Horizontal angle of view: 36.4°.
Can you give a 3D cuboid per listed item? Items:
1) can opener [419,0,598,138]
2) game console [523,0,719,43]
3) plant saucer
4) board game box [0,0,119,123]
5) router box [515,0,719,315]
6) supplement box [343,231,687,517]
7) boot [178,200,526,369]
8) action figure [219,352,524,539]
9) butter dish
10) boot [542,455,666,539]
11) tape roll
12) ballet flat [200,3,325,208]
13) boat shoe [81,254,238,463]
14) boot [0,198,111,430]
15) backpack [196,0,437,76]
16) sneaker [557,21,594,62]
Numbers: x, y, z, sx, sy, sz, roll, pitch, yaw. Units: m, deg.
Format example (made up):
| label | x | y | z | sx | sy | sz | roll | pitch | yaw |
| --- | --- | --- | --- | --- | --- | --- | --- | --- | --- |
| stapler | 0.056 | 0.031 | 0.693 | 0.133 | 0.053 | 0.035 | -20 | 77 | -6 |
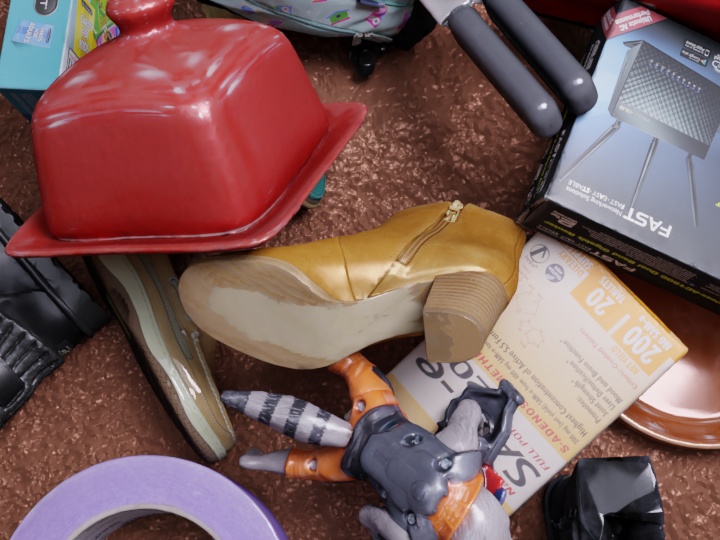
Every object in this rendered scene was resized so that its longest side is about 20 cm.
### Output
| label | x | y | z | sx | sy | sz | roll | pitch | yaw |
| --- | --- | --- | --- | --- | --- | --- | --- | --- | --- |
| can opener | 0.079 | -0.166 | 0.705 | 0.053 | 0.066 | 0.200 | -34 | 58 | 6 |
| game console | 0.215 | -0.222 | 0.761 | 0.199 | 0.172 | 0.119 | 21 | 92 | 28 |
| plant saucer | 0.245 | 0.030 | 0.803 | 0.199 | 0.032 | 0.202 | 0 | 77 | 1 |
| board game box | -0.200 | -0.194 | 0.802 | 0.047 | 0.151 | 0.201 | 3 | 76 | 6 |
| router box | 0.221 | -0.063 | 0.709 | 0.199 | 0.062 | 0.151 | 24 | 76 | -2 |
| supplement box | 0.105 | 0.079 | 0.750 | 0.200 | 0.074 | 0.126 | -44 | 76 | 3 |
| boot | 0.000 | -0.001 | 0.698 | 0.200 | 0.144 | 0.071 | 7 | 119 | 12 |
| action figure | 0.004 | 0.139 | 0.678 | 0.193 | 0.105 | 0.201 | 25 | 91 | 26 |
| butter dish | -0.121 | -0.107 | 0.695 | 0.199 | 0.149 | 0.200 | -1 | 33 | 23 |
| boot | 0.161 | 0.199 | 0.674 | 0.065 | 0.200 | 0.166 | -17 | 76 | -4 |
| tape roll | -0.138 | 0.227 | 0.732 | 0.199 | 0.085 | 0.201 | 0 | 77 | 0 |
| ballet flat | -0.077 | -0.132 | 0.842 | 0.063 | 0.069 | 0.201 | -22 | 72 | 24 |
| boat shoe | -0.130 | 0.038 | 0.790 | 0.076 | 0.072 | 0.201 | -26 | 77 | -19 |
| boot | -0.302 | 0.019 | 0.788 | 0.158 | 0.079 | 0.211 | -44 | 80 | -9 |
| backpack | -0.037 | -0.250 | 0.797 | 0.199 | 0.126 | 0.168 | 2 | 68 | -35 |
| sneaker | 0.244 | -0.144 | 0.812 | 0.112 | 0.071 | 0.201 | -26 | 61 | -6 |
